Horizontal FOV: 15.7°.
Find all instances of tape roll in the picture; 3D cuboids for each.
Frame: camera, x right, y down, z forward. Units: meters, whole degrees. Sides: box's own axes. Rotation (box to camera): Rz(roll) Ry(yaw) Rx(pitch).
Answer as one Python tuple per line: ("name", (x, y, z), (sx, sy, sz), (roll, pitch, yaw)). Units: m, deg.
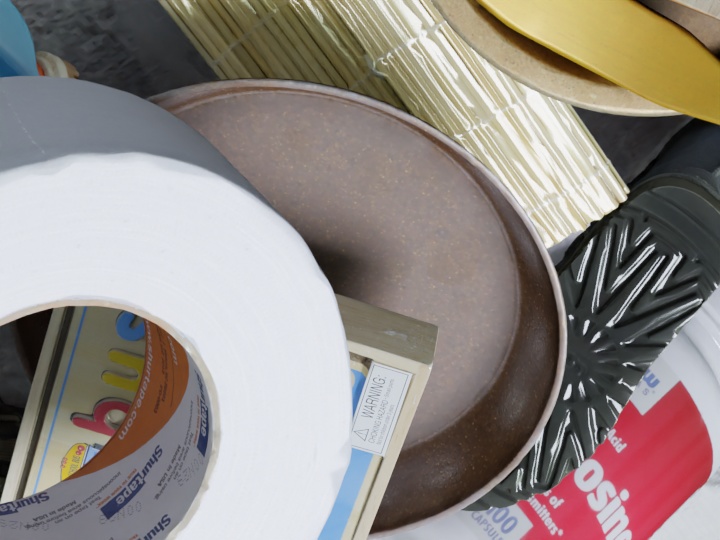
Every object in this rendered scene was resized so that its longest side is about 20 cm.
("tape roll", (-0.104, 0.044, 0.816), (0.200, 0.066, 0.201), (-12, 119, -21))

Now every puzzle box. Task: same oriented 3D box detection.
("puzzle box", (-0.063, 0.081, 0.946), (0.133, 0.025, 0.200), (17, 126, -3))

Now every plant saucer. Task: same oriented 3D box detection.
("plant saucer", (-0.025, 0.011, 0.926), (0.200, 0.035, 0.201), (4, 126, 6))

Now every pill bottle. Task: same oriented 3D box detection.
("pill bottle", (0.090, 0.078, 1.160), (0.200, 0.112, 0.112), (-41, 155, -25))

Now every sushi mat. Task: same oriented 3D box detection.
("sushi mat", (0.007, -0.071, 0.910), (0.096, 0.012, 0.200), (-33, 117, 8))

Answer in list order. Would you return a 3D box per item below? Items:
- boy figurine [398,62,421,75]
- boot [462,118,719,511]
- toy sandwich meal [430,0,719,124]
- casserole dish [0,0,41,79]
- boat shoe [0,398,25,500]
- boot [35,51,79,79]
("boy figurine", (0.000, 0.000, 0.996), (0.124, 0.064, 0.200), (-3, 122, -40))
("boot", (0.103, 0.005, 1.068), (0.182, 0.073, 0.200), (-41, -174, 19))
("toy sandwich meal", (0.107, -0.135, 0.846), (0.204, 0.070, 0.206), (-1, 104, -5))
("casserole dish", (-0.184, -0.017, 0.827), (0.121, 0.039, 0.200), (42, 91, -18))
("boat shoe", (-0.166, 0.080, 1.017), (0.074, 0.073, 0.200), (-37, 155, 16))
("boot", (-0.183, -0.010, 0.877), (0.200, 0.075, 0.107), (-46, 129, 7))
